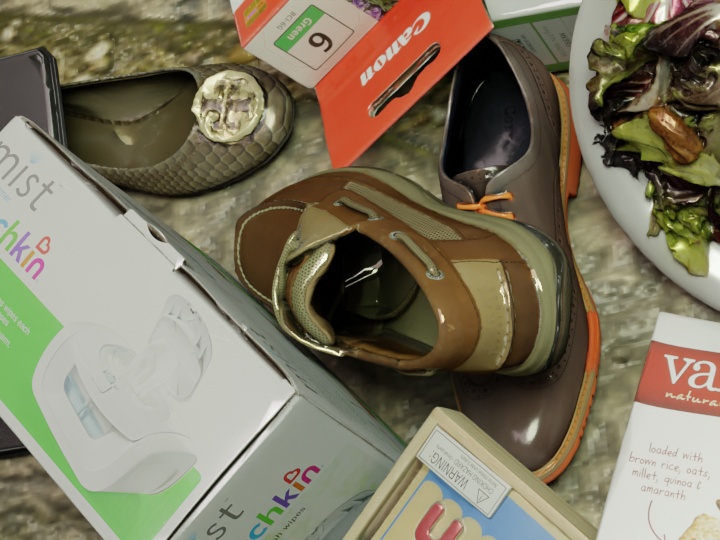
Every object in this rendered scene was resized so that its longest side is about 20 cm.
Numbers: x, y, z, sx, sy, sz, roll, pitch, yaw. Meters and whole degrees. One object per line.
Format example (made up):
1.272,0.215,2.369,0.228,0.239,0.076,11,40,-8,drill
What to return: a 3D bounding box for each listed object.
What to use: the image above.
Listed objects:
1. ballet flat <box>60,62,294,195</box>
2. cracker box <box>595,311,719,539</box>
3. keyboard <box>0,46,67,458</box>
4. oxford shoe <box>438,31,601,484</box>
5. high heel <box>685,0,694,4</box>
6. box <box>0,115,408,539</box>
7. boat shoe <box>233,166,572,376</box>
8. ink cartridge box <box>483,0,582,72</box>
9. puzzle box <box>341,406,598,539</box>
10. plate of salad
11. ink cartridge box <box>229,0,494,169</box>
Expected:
-0.126,-0.075,0.928,0.199,0.046,0.068,0,68,29,ballet flat
0.138,0.123,0.589,0.133,0.058,0.201,10,67,21,cracker box
-0.197,-0.005,0.923,0.126,0.021,0.202,-10,80,18,keyboard
0.058,-0.007,0.785,0.071,0.073,0.201,-13,64,23,oxford shoe
0.060,-0.154,0.761,0.198,0.067,0.097,12,65,4,high heel
-0.072,0.052,0.768,0.097,0.176,0.200,-49,56,1,box
0.000,0.000,0.756,0.199,0.073,0.076,11,106,53,boat shoe
0.148,-0.157,0.810,0.199,0.059,0.105,-7,66,25,ink cartridge box
0.062,0.162,0.665,0.200,0.025,0.133,39,101,30,puzzle box
0.168,-0.057,0.696,0.199,0.201,0.048,5,29,30,plate of salad
-0.011,-0.150,0.856,0.109,0.050,0.201,-43,39,25,ink cartridge box
